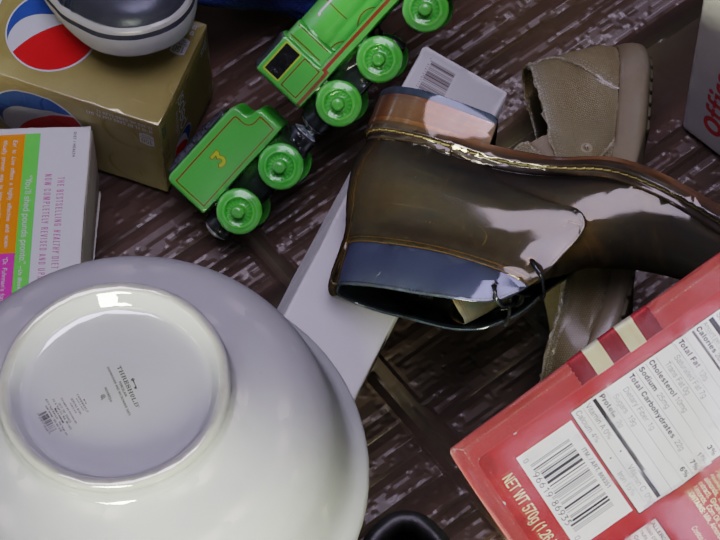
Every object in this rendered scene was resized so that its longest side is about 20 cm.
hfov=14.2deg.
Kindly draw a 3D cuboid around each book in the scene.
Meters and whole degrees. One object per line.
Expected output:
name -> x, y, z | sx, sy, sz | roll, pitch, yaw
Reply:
book -> -0.227, -0.003, 1.357 | 0.200, 0.048, 0.134 | 0, 50, 2

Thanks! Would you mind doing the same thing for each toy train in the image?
toy train -> -0.014, -0.099, 1.378 | 0.056, 0.042, 0.200 | 43, 99, 0

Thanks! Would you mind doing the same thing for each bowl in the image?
bowl -> -0.098, 0.067, 1.208 | 0.201, 0.090, 0.201 | -1, 59, 2

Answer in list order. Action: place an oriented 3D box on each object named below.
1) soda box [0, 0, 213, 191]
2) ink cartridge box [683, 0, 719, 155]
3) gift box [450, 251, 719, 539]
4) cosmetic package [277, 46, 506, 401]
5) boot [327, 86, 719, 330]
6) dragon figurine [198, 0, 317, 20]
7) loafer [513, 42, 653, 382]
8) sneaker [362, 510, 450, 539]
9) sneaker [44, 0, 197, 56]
soda box -> -0.176, -0.109, 1.415 | 0.200, 0.068, 0.064 | 18, 64, 9
ink cartridge box -> 0.276, -0.092, 1.362 | 0.200, 0.147, 0.145 | 40, 69, 18
gift box -> 0.146, 0.115, 1.237 | 0.200, 0.187, 0.185 | -32, 67, 6
cosmetic package -> 0.000, 0.000, 1.347 | 0.051, 0.083, 0.200 | 29, 65, -5
boot -> 0.083, -0.003, 1.282 | 0.200, 0.075, 0.097 | 20, 74, 14
dragon figurine -> -0.035, -0.161, 1.404 | 0.099, 0.200, 0.059 | 16, 58, -35
loafer -> 0.099, -0.022, 1.371 | 0.067, 0.076, 0.200 | 5, 54, 6
sneaker -> 0.013, 0.188, 1.231 | 0.080, 0.115, 0.200 | 0, 62, 1
sneaker -> -0.133, -0.192, 1.387 | 0.078, 0.079, 0.200 | -17, 52, -10
